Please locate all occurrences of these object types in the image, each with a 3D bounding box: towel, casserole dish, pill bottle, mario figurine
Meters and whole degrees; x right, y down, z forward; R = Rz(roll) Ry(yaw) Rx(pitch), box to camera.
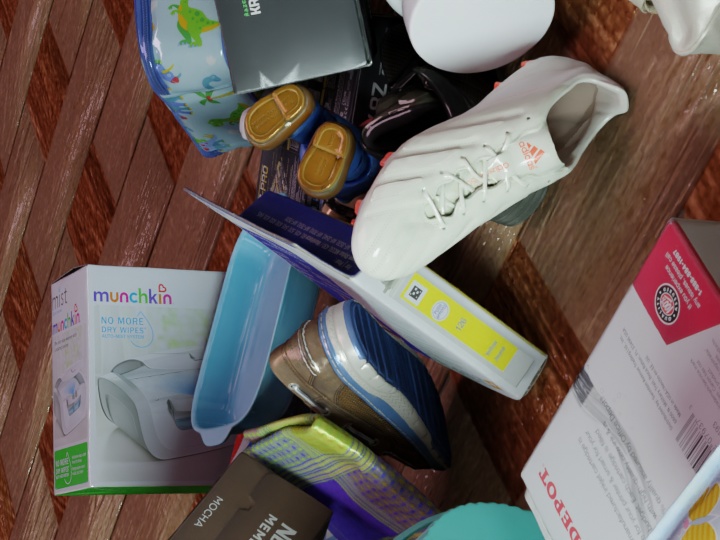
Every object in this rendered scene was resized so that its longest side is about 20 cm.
[{"bbox_3d":[0.015,0.171,1.173,0.023,0.200,0.143,-52,13,-25],"label":"towel"},{"bbox_3d":[-0.072,0.041,1.325,0.121,0.039,0.201,-20,52,59],"label":"casserole dish"},{"bbox_3d":[0.057,-0.231,1.149,0.116,0.115,0.201,120,147,-42],"label":"pill bottle"},{"bbox_3d":[-0.017,-0.060,1.228,0.105,0.200,0.124,-15,77,18],"label":"mario figurine"}]

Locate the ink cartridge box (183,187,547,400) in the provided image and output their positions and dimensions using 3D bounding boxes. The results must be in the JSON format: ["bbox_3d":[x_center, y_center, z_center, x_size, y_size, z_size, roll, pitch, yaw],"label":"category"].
[{"bbox_3d":[0.000,0.000,1.174,0.047,0.200,0.197,-54,29,-5],"label":"ink cartridge box"}]

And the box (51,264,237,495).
[{"bbox_3d":[-0.144,0.092,1.436,0.097,0.199,0.178,-20,69,60],"label":"box"}]

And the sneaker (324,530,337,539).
[{"bbox_3d":[-0.007,0.238,1.311,0.072,0.072,0.202,3,86,35],"label":"sneaker"}]

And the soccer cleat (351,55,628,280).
[{"bbox_3d":[0.076,-0.064,1.053,0.077,0.200,0.070,20,144,49],"label":"soccer cleat"}]

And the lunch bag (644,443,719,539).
[{"bbox_3d":[0.231,0.118,0.735,0.201,0.168,0.128,-63,35,37],"label":"lunch bag"}]

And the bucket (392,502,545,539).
[{"bbox_3d":[0.073,0.241,1.006,0.135,0.206,0.208,-53,42,31],"label":"bucket"}]

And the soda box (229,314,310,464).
[{"bbox_3d":[-0.056,0.138,1.355,0.063,0.070,0.201,4,78,65],"label":"soda box"}]

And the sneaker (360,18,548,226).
[{"bbox_3d":[0.043,-0.119,1.173,0.076,0.114,0.200,-47,43,23],"label":"sneaker"}]

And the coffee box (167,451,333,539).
[{"bbox_3d":[-0.095,0.234,1.221,0.080,0.113,0.201,32,142,12],"label":"coffee box"}]

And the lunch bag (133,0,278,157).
[{"bbox_3d":[-0.111,-0.186,1.328,0.200,0.082,0.162,51,-146,-71],"label":"lunch bag"}]

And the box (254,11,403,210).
[{"bbox_3d":[-0.026,-0.108,1.388,0.161,0.049,0.202,25,109,59],"label":"box"}]

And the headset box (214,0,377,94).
[{"bbox_3d":[-0.051,-0.214,1.158,0.200,0.092,0.175,-75,-26,-81],"label":"headset box"}]

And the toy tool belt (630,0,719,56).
[{"bbox_3d":[0.192,-0.217,0.897,0.123,0.124,0.201,53,133,40],"label":"toy tool belt"}]

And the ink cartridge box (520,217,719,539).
[{"bbox_3d":[0.180,0.096,0.930,0.201,0.083,0.146,-65,35,37],"label":"ink cartridge box"}]

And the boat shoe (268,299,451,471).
[{"bbox_3d":[0.001,0.083,1.176,0.072,0.200,0.073,-20,53,15],"label":"boat shoe"}]
